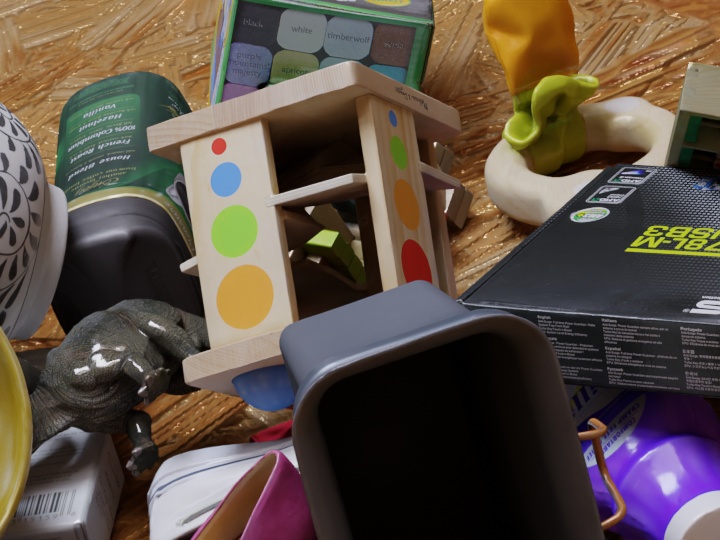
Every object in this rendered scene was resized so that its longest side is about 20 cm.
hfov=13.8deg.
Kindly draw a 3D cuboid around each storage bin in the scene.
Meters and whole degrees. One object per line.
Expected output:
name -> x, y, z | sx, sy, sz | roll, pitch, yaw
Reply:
storage bin -> 0.040, 0.099, 1.400 | 0.145, 0.200, 0.134 | -19, 21, -8

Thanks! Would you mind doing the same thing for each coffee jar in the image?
coffee jar -> -0.137, -0.029, 1.760 | 0.085, 0.104, 0.200 | -17, 29, 9

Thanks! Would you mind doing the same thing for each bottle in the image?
bottle -> 0.136, 0.088, 1.478 | 0.084, 0.065, 0.200 | -48, 32, 8

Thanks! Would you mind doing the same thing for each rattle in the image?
rattle -> 0.137, -0.084, 1.708 | 0.130, 0.143, 0.200 | 4, 24, -5

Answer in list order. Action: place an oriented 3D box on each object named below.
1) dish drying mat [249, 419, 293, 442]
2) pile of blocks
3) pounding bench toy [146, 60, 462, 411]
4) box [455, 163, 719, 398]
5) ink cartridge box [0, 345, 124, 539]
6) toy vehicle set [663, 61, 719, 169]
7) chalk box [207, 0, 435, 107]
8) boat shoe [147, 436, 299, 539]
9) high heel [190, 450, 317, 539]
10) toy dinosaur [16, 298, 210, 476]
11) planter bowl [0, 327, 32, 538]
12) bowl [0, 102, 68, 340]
dish drying mat -> 0.041, 0.066, 1.595 | 0.200, 0.018, 0.077 | -20, 9, -7
pile of blocks -> 0.006, -0.026, 1.717 | 0.062, 0.082, 0.200 | 10, 38, 34
pounding bench toy -> 0.000, 0.000, 1.579 | 0.124, 0.156, 0.200 | -16, -16, 25
box -> 0.176, 0.004, 1.480 | 0.200, 0.048, 0.193 | 5, 23, 30
ink cartridge box -> -0.228, 0.114, 1.624 | 0.200, 0.044, 0.174 | -8, 30, 11
toy vehicle set -> 0.225, -0.060, 1.570 | 0.124, 0.200, 0.027 | 10, 78, 5
chalk box -> -0.026, -0.131, 1.833 | 0.124, 0.124, 0.200 | 9, 31, -5
boat shoe -> -0.013, 0.117, 1.513 | 0.200, 0.074, 0.067 | -17, 37, 17
high heel -> -0.099, 0.168, 1.425 | 0.200, 0.096, 0.067 | -28, 33, -22
toy dinosaur -> -0.120, 0.047, 1.580 | 0.102, 0.077, 0.200 | 31, 50, 33
planter bowl -> -0.271, 0.089, 1.521 | 0.200, 0.201, 0.083 | -26, -9, -19
bowl -> -0.220, -0.013, 1.652 | 0.094, 0.201, 0.201 | 14, 24, -20
